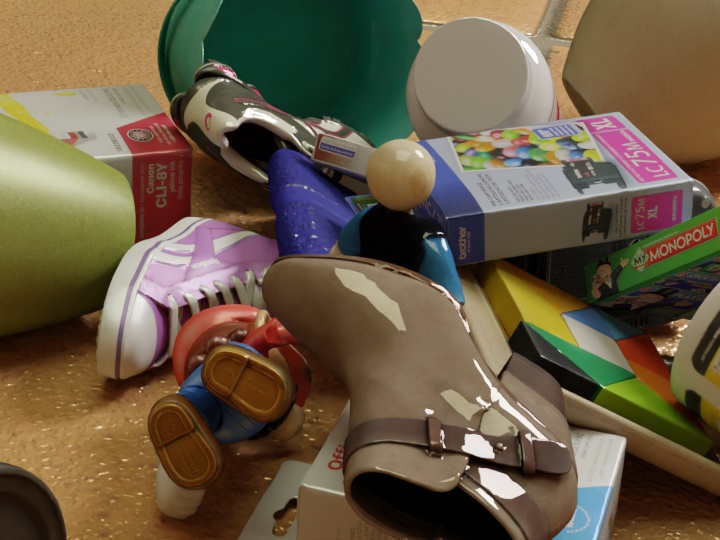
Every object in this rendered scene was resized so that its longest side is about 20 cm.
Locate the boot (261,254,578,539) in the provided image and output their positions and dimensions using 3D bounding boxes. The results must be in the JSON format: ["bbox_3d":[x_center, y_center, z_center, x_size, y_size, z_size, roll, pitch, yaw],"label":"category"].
[{"bbox_3d":[0.020,0.070,0.876,0.198,0.071,0.146,22,32,8],"label":"boot"}]

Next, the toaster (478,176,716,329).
[{"bbox_3d":[0.143,-0.024,1.226,0.198,0.115,0.129,-9,25,-20],"label":"toaster"}]

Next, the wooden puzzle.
[{"bbox_3d":[0.135,0.053,1.060,0.184,0.037,0.200,26,15,-23],"label":"wooden puzzle"}]

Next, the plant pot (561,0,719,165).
[{"bbox_3d":[0.250,-0.166,1.478,0.134,0.201,0.201,-35,30,2],"label":"plant pot"}]

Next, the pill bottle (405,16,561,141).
[{"bbox_3d":[0.094,-0.125,1.328,0.111,0.114,0.200,9,-6,11],"label":"pill bottle"}]

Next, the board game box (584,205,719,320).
[{"bbox_3d":[0.261,0.001,1.125,0.198,0.029,0.134,9,-25,-38],"label":"board game box"}]

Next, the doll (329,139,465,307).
[{"bbox_3d":[0.024,0.017,1.016,0.048,0.202,0.136,-21,35,-24],"label":"doll"}]

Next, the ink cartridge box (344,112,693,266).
[{"bbox_3d":[0.098,-0.052,1.113,0.198,0.042,0.120,-11,29,-13],"label":"ink cartridge box"}]

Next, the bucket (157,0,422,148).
[{"bbox_3d":[-0.059,-0.170,1.399,0.205,0.210,0.135,-7,17,-22],"label":"bucket"}]

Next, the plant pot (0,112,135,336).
[{"bbox_3d":[-0.254,-0.030,1.130,0.198,0.189,0.187,5,22,-28],"label":"plant pot"}]

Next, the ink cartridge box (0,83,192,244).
[{"bbox_3d":[-0.239,-0.072,1.299,0.198,0.084,0.145,-7,28,-21],"label":"ink cartridge box"}]

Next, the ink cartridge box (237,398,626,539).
[{"bbox_3d":[0.036,0.126,0.949,0.197,0.069,0.116,10,28,13],"label":"ink cartridge box"}]

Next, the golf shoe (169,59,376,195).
[{"bbox_3d":[-0.051,-0.079,1.299,0.199,0.078,0.088,24,16,-32],"label":"golf shoe"}]

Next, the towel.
[{"bbox_3d":[0.000,0.000,1.177,0.147,0.050,0.200,29,18,-18],"label":"towel"}]

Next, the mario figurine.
[{"bbox_3d":[-0.059,0.077,1.000,0.122,0.107,0.200,-8,6,3],"label":"mario figurine"}]

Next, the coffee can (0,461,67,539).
[{"bbox_3d":[-0.258,0.129,0.811,0.198,0.148,0.146,18,29,27],"label":"coffee can"}]

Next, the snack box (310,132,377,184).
[{"bbox_3d":[0.039,-0.065,1.292,0.071,0.025,0.200,17,1,26],"label":"snack box"}]

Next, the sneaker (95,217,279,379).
[{"bbox_3d":[-0.094,0.019,1.151,0.113,0.073,0.201,14,27,13],"label":"sneaker"}]

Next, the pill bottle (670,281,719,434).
[{"bbox_3d":[0.284,0.084,0.988,0.114,0.115,0.200,-21,50,-41],"label":"pill bottle"}]
